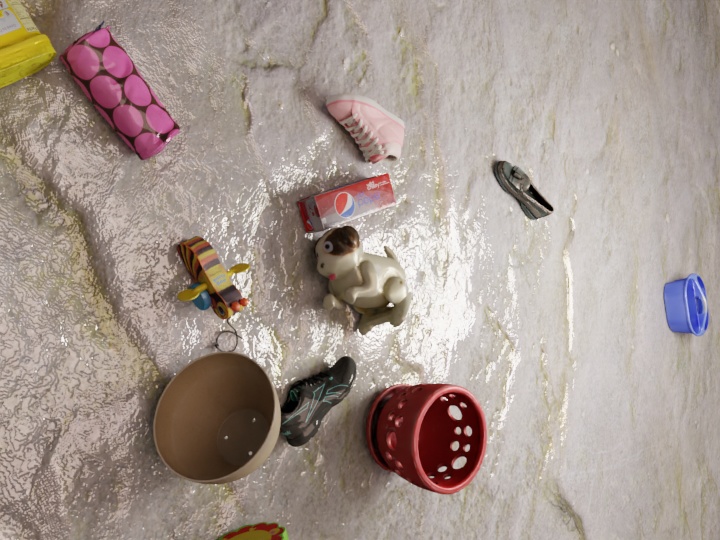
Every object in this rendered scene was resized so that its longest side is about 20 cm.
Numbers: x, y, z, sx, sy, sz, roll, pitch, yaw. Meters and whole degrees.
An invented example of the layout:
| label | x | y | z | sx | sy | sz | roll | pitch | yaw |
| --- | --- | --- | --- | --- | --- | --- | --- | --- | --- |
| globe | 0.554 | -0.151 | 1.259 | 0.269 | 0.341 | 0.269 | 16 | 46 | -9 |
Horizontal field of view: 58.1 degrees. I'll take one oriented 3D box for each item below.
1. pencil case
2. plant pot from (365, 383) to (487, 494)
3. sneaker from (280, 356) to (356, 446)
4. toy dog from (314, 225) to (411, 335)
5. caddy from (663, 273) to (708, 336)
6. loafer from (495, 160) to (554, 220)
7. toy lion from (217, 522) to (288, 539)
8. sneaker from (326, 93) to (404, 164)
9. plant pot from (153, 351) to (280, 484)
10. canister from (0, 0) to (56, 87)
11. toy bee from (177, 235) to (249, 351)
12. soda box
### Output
| label | x | y | z | sx | sy | sz | roll | pitch | yaw |
| --- | --- | --- | --- | --- | --- | --- | --- | --- | --- |
| pencil case | -0.368 | -0.277 | 1.014 | 0.201 | 0.090 | 0.094 | 57 | 43 | -22 |
| plant pot | 0.119 | 0.322 | 1.277 | 0.199 | 0.181 | 0.203 | 5 | 83 | -38 |
| sneaker | -0.080 | 0.226 | 1.198 | 0.080 | 0.075 | 0.200 | 52 | 58 | -19 |
| toy dog | 0.000 | 0.000 | 1.245 | 0.200 | 0.139 | 0.195 | 39 | 63 | -26 |
| caddy | 1.063 | 0.111 | 2.088 | 0.140 | 0.104 | 0.203 | -11 | 93 | -37 |
| loafer | 0.419 | -0.209 | 1.638 | 0.200 | 0.063 | 0.072 | 43 | 62 | -27 |
| toy lion | -0.214 | 0.466 | 1.024 | 0.197 | 0.192 | 0.070 | -15 | 96 | 3 |
| sneaker | 0.013 | -0.281 | 1.317 | 0.199 | 0.075 | 0.106 | 17 | 71 | -40 |
| plant pot | -0.211 | 0.250 | 1.042 | 0.135 | 0.198 | 0.202 | 67 | 43 | -59 |
| canister | -0.540 | -0.356 | 0.884 | 0.148 | 0.086 | 0.201 | -40 | 109 | -33 |
| toy bee | -0.227 | 0.033 | 1.080 | 0.200 | 0.108 | 0.131 | 50 | 57 | -23 |
| soda box | -0.024 | -0.135 | 1.283 | 0.199 | 0.063 | 0.071 | -23 | 100 | -38 |
